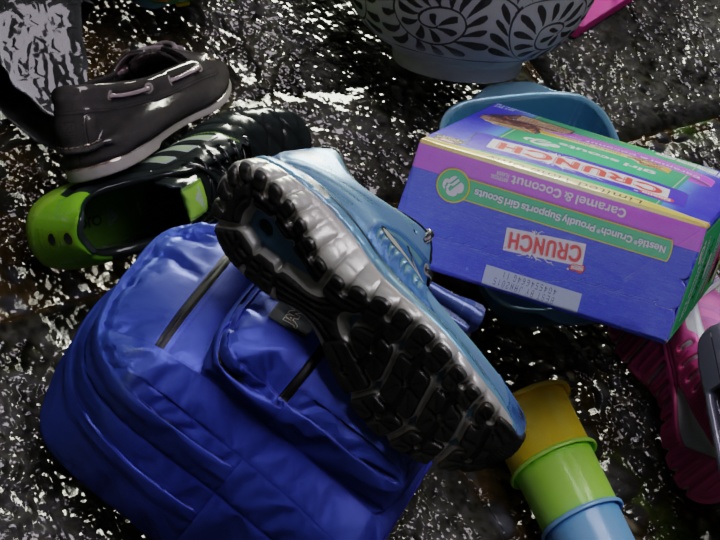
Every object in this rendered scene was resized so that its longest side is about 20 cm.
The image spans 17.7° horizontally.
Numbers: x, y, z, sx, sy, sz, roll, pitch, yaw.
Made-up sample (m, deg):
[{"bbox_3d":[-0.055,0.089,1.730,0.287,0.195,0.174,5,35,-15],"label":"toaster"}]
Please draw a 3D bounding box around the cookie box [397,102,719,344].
[{"bbox_3d":[0.126,-0.032,1.349,0.171,0.075,0.200,18,14,12],"label":"cookie box"}]

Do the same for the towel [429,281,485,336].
[{"bbox_3d":[0.000,0.000,1.329,0.147,0.200,0.024,31,85,0],"label":"towel"}]

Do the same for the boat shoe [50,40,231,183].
[{"bbox_3d":[-0.129,-0.110,1.377,0.200,0.067,0.057,-52,129,-63],"label":"boat shoe"}]

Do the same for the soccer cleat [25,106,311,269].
[{"bbox_3d":[-0.100,-0.045,1.353,0.200,0.081,0.068,-24,105,-32],"label":"soccer cleat"}]

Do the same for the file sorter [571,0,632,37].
[{"bbox_3d":[0.190,-0.293,1.701,0.139,0.125,0.200,45,46,11],"label":"file sorter"}]

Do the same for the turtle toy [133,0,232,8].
[{"bbox_3d":[-0.154,-0.238,1.459,0.200,0.146,0.101,44,85,-8],"label":"turtle toy"}]

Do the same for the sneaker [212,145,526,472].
[{"bbox_3d":[0.020,0.010,1.158,0.200,0.078,0.090,51,46,9],"label":"sneaker"}]

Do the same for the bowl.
[{"bbox_3d":[0.071,-0.182,1.545,0.201,0.094,0.201,5,22,-2],"label":"bowl"}]

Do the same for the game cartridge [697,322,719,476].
[{"bbox_3d":[0.270,0.134,1.373,0.133,0.040,0.200,13,58,-35],"label":"game cartridge"}]

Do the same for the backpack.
[{"bbox_3d":[-0.055,0.066,1.243,0.200,0.168,0.163,35,39,2],"label":"backpack"}]

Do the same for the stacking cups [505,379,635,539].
[{"bbox_3d":[0.137,0.160,1.342,0.060,0.061,0.200,-7,57,-33],"label":"stacking cups"}]

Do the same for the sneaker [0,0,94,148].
[{"bbox_3d":[-0.215,-0.168,1.424,0.104,0.060,0.200,7,56,-22],"label":"sneaker"}]

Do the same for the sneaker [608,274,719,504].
[{"bbox_3d":[0.225,0.056,1.472,0.088,0.081,0.200,3,59,-33],"label":"sneaker"}]

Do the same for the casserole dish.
[{"bbox_3d":[0.118,-0.037,1.492,0.121,0.039,0.200,-6,55,-11],"label":"casserole dish"}]
